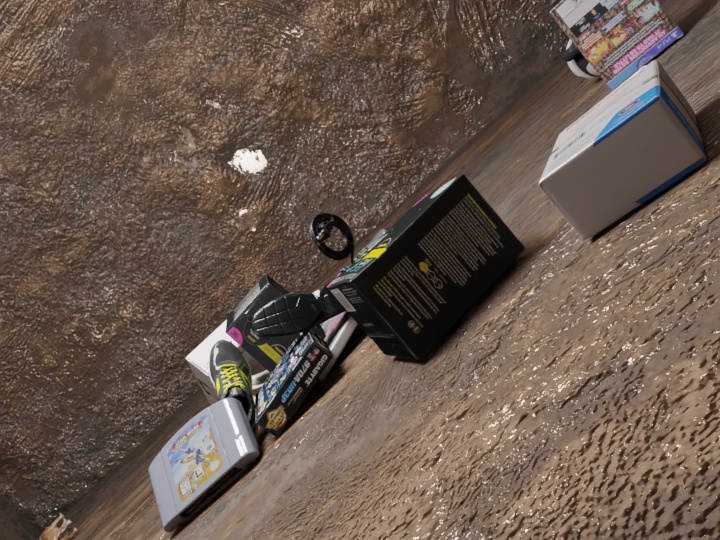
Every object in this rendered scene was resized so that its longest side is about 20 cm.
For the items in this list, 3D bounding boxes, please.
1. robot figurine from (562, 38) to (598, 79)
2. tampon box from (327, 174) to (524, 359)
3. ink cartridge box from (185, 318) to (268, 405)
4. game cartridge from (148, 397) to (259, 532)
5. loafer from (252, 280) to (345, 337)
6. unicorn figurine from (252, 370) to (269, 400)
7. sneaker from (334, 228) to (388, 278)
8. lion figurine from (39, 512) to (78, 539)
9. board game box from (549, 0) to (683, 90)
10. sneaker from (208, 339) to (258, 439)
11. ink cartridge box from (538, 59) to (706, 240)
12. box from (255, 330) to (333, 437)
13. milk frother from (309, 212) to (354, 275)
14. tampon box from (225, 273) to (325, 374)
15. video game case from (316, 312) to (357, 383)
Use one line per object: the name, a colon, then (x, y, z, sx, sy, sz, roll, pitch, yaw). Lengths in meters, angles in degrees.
robot figurine: (0.554, -0.512, 1.619, 0.126, 0.149, 0.200, -65, 11, -12)
tampon box: (0.080, -0.003, 0.925, 0.200, 0.126, 0.150, -43, 6, -14)
ink cartridge box: (-0.282, 0.219, 1.575, 0.145, 0.083, 0.201, -45, -34, -27)
game cartridge: (-0.257, 0.304, 1.144, 0.200, 0.134, 0.041, -42, -38, 8)
loafer: (-0.096, 0.074, 1.268, 0.198, 0.074, 0.072, -16, -12, -14)
unicorn figurine: (-0.219, 0.247, 1.457, 0.136, 0.075, 0.200, -20, -12, 8)
sneaker: (0.000, 0.000, 1.476, 0.074, 0.087, 0.202, 48, 119, 52)
lion figurine: (-0.976, 0.854, 2.280, 0.123, 0.072, 0.200, -53, 13, -25)
board game box: (0.495, -0.485, 1.383, 0.159, 0.200, 0.097, -38, 5, 31)
sneaker: (-0.216, 0.205, 1.240, 0.074, 0.202, 0.085, -13, -26, -17)
ink cartridge box: (0.288, -0.138, 0.784, 0.146, 0.084, 0.200, -39, 6, 32)
box: (-0.118, 0.183, 1.220, 0.160, 0.046, 0.200, -55, 8, -3)
milk frother: (0.038, -0.049, 1.200, 0.188, 0.200, 0.181, -40, 25, 19)
tampon box: (-0.172, 0.108, 1.409, 0.126, 0.150, 0.200, -48, 10, -2)
video game case: (-0.055, 0.125, 1.331, 0.201, 0.023, 0.182, -59, 11, -22)
